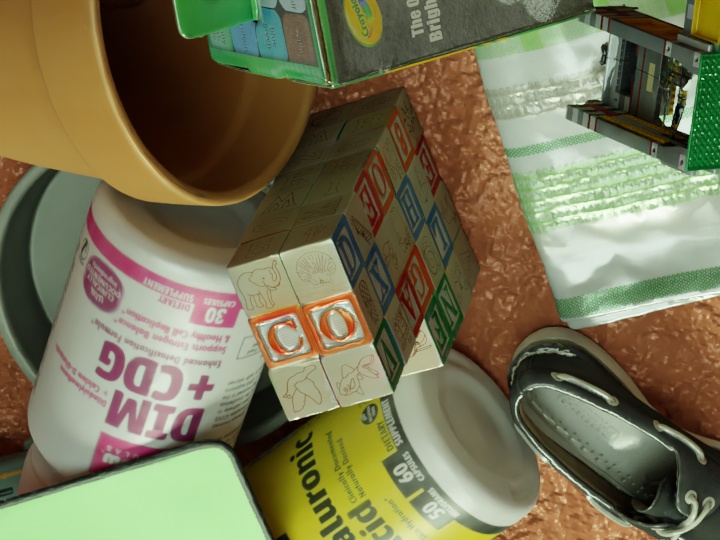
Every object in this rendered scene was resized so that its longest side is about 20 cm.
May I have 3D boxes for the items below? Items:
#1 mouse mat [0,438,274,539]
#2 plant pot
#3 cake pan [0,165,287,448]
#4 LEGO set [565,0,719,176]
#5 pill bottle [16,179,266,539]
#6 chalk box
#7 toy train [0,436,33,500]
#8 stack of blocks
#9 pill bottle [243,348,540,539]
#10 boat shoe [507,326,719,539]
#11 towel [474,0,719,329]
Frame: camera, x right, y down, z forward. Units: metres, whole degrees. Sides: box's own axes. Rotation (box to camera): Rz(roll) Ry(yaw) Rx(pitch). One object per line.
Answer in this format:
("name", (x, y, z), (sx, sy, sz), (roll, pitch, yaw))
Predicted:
("mouse mat", (-0.114, 0.182, 1.488), (0.160, 0.008, 0.200), (-17, 126, 7))
("plant pot", (-0.130, -0.129, 1.397), (0.140, 0.200, 0.201), (-2, 116, 31))
("cake pan", (-0.106, 0.007, 1.534), (0.200, 0.037, 0.201), (5, 116, 10))
("LEGO set", (0.178, -0.136, 1.359), (0.153, 0.116, 0.201), (-14, 115, -29))
("pill bottle", (-0.112, 0.052, 1.471), (0.113, 0.113, 0.200), (21, 118, 2))
("chalk box", (-0.009, -0.163, 1.316), (0.200, 0.124, 0.125), (-17, 108, -27))
("toy train", (-0.208, 0.158, 1.600), (0.199, 0.085, 0.114), (-16, 88, 17))
("stack of blocks", (0.000, 0.000, 1.415), (0.058, 0.200, 0.115), (-16, 110, 19))
("pill bottle", (-0.008, 0.136, 1.533), (0.200, 0.111, 0.111), (-37, 103, 25))
("boat shoe", (0.161, 0.111, 1.512), (0.200, 0.060, 0.074), (43, 116, -10))
("towel", (0.145, -0.071, 1.445), (0.149, 0.031, 0.200), (-14, 111, 17))
